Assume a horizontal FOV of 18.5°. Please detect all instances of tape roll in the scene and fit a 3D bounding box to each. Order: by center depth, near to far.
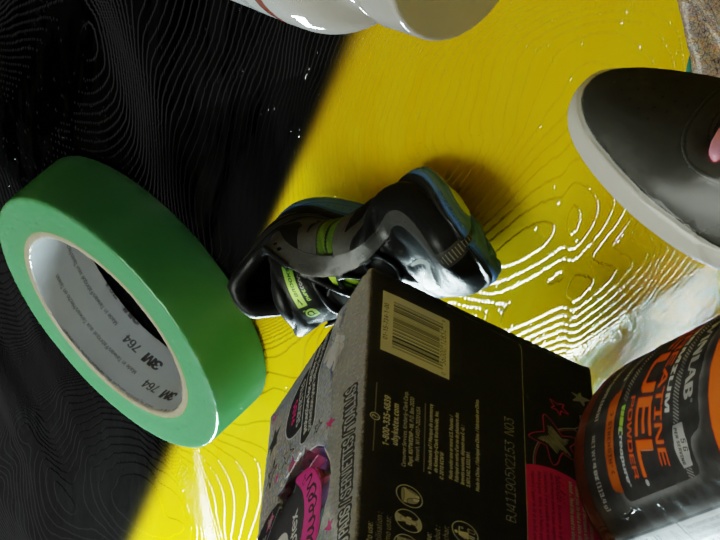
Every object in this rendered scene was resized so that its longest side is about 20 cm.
[{"bbox_3d":[-0.147,0.022,1.408,0.200,0.048,0.201,35,151,23],"label":"tape roll"}]

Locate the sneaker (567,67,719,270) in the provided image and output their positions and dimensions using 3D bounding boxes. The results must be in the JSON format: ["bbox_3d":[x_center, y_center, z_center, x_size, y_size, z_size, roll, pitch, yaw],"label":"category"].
[{"bbox_3d":[0.156,-0.038,0.668,0.199,0.071,0.100,28,147,20],"label":"sneaker"}]

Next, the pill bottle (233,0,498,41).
[{"bbox_3d":[-0.032,-0.163,0.906,0.199,0.112,0.113,26,146,37],"label":"pill bottle"}]

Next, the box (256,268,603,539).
[{"bbox_3d":[0.027,0.120,1.010,0.131,0.201,0.115,24,123,-15],"label":"box"}]

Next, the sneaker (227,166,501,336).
[{"bbox_3d":[0.000,0.000,1.112,0.199,0.083,0.071,-8,120,57],"label":"sneaker"}]

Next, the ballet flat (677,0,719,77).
[{"bbox_3d":[0.146,-0.091,0.790,0.067,0.068,0.201,4,133,33],"label":"ballet flat"}]

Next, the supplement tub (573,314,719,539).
[{"bbox_3d":[0.173,0.064,0.909,0.107,0.107,0.200,48,153,-1],"label":"supplement tub"}]
